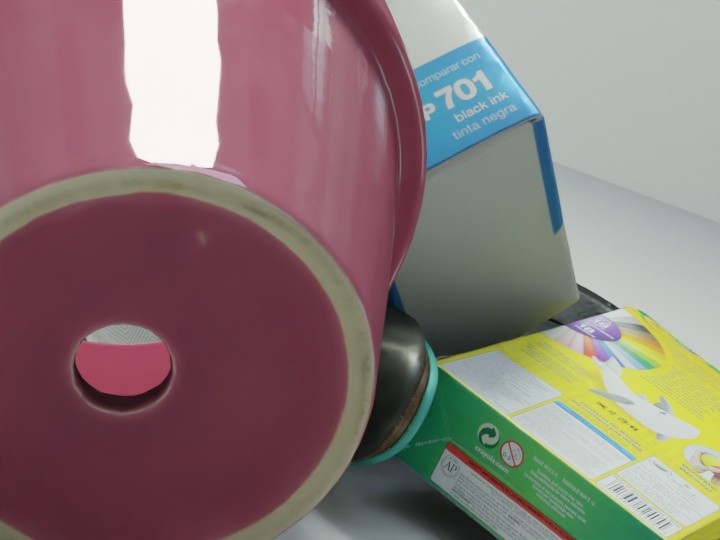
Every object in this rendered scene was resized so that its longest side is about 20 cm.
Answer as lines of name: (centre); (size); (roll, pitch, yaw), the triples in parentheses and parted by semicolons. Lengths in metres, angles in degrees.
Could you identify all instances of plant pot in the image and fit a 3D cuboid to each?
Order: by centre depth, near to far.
plant pot: (-0.069, -0.011, 0.568); (0.199, 0.201, 0.179); (19, 25, -18)

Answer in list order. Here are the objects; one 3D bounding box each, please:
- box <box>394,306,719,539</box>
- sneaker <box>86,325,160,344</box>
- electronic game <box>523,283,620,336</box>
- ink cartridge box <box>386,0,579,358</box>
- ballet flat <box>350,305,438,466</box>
box: (0.112, 0.070, 0.758); (0.117, 0.049, 0.200); (37, 26, 25)
sneaker: (-0.083, -0.033, 0.811); (0.073, 0.201, 0.112); (-5, -26, 2)
electronic game: (0.085, 0.052, 0.879); (0.199, 0.042, 0.200); (22, 25, -11)
ink cartridge box: (0.003, -0.074, 0.797); (0.201, 0.086, 0.147); (60, -5, 32)
ballet flat: (-0.026, 0.032, 0.749); (0.068, 0.068, 0.200); (30, -2, -12)
